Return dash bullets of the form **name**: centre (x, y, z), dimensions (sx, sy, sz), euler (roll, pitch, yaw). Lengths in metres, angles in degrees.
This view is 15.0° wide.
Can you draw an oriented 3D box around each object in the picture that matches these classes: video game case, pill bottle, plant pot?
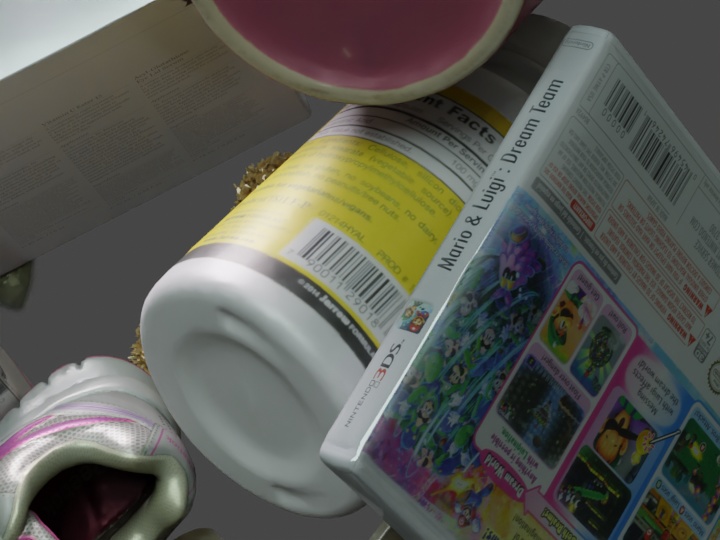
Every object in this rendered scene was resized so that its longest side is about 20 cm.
- **video game case**: centre (0.086, 0.042, 0.995), dimensions (0.024, 0.200, 0.182), euler (15, 67, 44)
- **pill bottle**: centre (0.019, -0.009, 1.027), dimensions (0.111, 0.112, 0.200), euler (26, 52, 28)
- **plant pot**: centre (0.014, -0.160, 0.992), dimensions (0.199, 0.201, 0.179), euler (-2, 33, 17)

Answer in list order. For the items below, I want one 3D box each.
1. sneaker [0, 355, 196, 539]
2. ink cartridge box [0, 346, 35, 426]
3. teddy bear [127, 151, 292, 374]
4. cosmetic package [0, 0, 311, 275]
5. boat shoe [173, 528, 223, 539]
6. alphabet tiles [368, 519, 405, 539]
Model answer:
- **sneaker**: centre (-0.142, 0.111, 1.024), dimensions (0.200, 0.081, 0.088), euler (-43, 19, -11)
- **ink cartridge box**: centre (-0.212, 0.062, 1.078), dimensions (0.145, 0.200, 0.085), euler (-36, 58, -4)
- **teddy bear**: centre (0.000, 0.000, 1.130), dimensions (0.144, 0.067, 0.201), euler (22, 66, 15)
- **cosmetic package**: centre (-0.133, -0.068, 1.148), dimensions (0.199, 0.151, 0.052), euler (-27, 68, 2)
- **boat shoe**: centre (-0.112, 0.188, 1.052), dimensions (0.201, 0.074, 0.063), euler (-41, 59, -6)
- **alphabet tiles**: centre (-0.006, 0.167, 0.979), dimensions (0.200, 0.167, 0.008), euler (-51, 39, -12)
